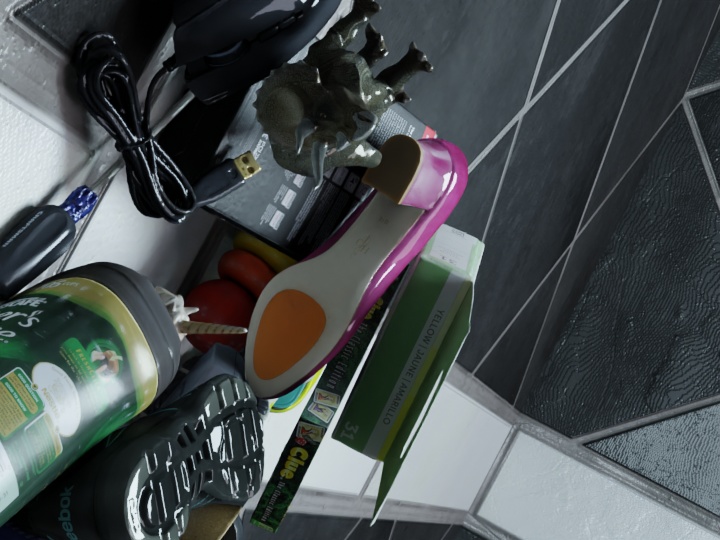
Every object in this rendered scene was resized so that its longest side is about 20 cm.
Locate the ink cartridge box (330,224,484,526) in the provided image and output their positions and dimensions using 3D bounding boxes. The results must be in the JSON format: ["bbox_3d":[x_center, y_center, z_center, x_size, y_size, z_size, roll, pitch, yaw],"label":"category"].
[{"bbox_3d":[0.029,0.060,0.997,0.200,0.048,0.146,-59,174,-73],"label":"ink cartridge box"}]

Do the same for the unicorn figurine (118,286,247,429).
[{"bbox_3d":[-0.154,0.076,0.921,0.137,0.074,0.200,-56,-170,-12],"label":"unicorn figurine"}]

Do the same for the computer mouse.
[{"bbox_3d":[-0.059,-0.111,0.849,0.200,0.046,0.141,-42,139,-27],"label":"computer mouse"}]

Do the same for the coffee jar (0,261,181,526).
[{"bbox_3d":[-0.179,0.068,0.763,0.200,0.104,0.085,-41,109,-54],"label":"coffee jar"}]

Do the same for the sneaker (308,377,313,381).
[{"bbox_3d":[-0.017,0.000,1.172,0.200,0.074,0.089,-52,140,-29],"label":"sneaker"}]

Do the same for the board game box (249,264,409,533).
[{"bbox_3d":[-0.018,0.077,1.036,0.200,0.023,0.105,-62,175,-53],"label":"board game box"}]

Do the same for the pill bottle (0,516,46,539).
[{"bbox_3d":[-0.180,0.192,0.786,0.111,0.200,0.111,-56,164,-26],"label":"pill bottle"}]

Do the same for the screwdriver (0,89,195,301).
[{"bbox_3d":[-0.137,-0.053,0.837,0.200,0.028,0.029,-50,-171,-31],"label":"screwdriver"}]

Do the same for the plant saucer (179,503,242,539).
[{"bbox_3d":[-0.151,0.210,0.935,0.200,0.035,0.200,-49,180,0],"label":"plant saucer"}]

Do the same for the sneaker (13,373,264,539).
[{"bbox_3d":[-0.114,0.104,0.841,0.200,0.079,0.076,-18,100,-70],"label":"sneaker"}]

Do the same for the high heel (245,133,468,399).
[{"bbox_3d":[0.000,0.000,0.990,0.200,0.067,0.096,-62,155,9],"label":"high heel"}]

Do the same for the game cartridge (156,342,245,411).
[{"bbox_3d":[-0.144,0.138,0.984,0.200,0.042,0.133,-51,-170,2],"label":"game cartridge"}]

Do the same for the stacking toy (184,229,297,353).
[{"bbox_3d":[-0.054,-0.018,1.095,0.200,0.085,0.085,-52,162,-21],"label":"stacking toy"}]

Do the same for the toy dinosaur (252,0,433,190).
[{"bbox_3d":[-0.018,-0.091,0.846,0.102,0.077,0.200,-38,179,-10],"label":"toy dinosaur"}]

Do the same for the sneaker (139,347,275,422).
[{"bbox_3d":[-0.103,0.105,1.148,0.200,0.077,0.080,-38,163,-54],"label":"sneaker"}]

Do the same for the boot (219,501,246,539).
[{"bbox_3d":[-0.119,0.187,1.136,0.165,0.066,0.200,-35,178,23],"label":"boot"}]

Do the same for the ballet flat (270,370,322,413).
[{"bbox_3d":[-0.035,0.029,1.281,0.200,0.067,0.067,-59,-174,-5],"label":"ballet flat"}]

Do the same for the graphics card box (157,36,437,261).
[{"bbox_3d":[-0.039,-0.076,0.979,0.200,0.051,0.126,29,89,-57],"label":"graphics card box"}]
